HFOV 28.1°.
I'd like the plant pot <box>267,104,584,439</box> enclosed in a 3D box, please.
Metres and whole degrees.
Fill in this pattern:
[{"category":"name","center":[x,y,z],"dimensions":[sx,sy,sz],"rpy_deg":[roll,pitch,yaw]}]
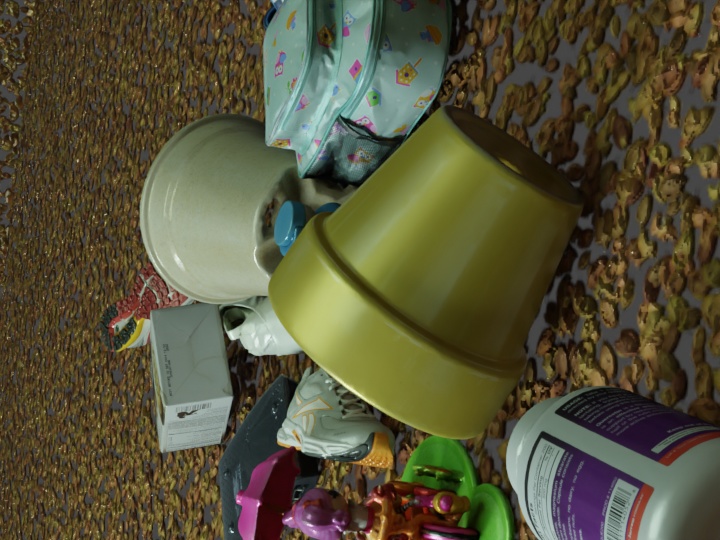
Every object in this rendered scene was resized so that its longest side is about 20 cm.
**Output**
[{"category":"plant pot","center":[0.062,-0.010,1.070],"dimensions":[0.190,0.200,0.201],"rpy_deg":[-56,32,17]}]

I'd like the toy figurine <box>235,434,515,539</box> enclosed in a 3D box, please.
[{"category":"toy figurine","center":[-0.004,0.200,1.141],"dimensions":[0.200,0.183,0.152],"rpy_deg":[178,99,-65]}]

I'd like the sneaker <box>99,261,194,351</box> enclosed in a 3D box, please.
[{"category":"sneaker","center":[-0.265,0.040,1.915],"dimensions":[0.200,0.082,0.078],"rpy_deg":[-34,69,38]}]

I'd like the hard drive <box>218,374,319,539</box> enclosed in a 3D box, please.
[{"category":"hard drive","center":[-0.099,0.213,1.523],"dimensions":[0.200,0.042,0.136],"rpy_deg":[125,144,-46]}]

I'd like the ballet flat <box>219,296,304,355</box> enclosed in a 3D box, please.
[{"category":"ballet flat","center":[-0.109,0.061,1.557],"dimensions":[0.200,0.069,0.070],"rpy_deg":[-158,77,-67]}]

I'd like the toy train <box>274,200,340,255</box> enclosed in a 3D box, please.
[{"category":"toy train","center":[0.000,0.000,1.277],"dimensions":[0.200,0.115,0.085],"rpy_deg":[-121,44,-55]}]

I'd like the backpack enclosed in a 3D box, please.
[{"category":"backpack","center":[-0.004,-0.194,1.314],"dimensions":[0.200,0.152,0.177],"rpy_deg":[-44,38,45]}]

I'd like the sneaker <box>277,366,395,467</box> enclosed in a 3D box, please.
[{"category":"sneaker","center":[-0.023,0.130,1.346],"dimensions":[0.200,0.075,0.093],"rpy_deg":[2,80,65]}]

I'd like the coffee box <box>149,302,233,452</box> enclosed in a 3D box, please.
[{"category":"coffee box","center":[-0.196,0.126,1.647],"dimensions":[0.200,0.079,0.114],"rpy_deg":[112,149,-67]}]

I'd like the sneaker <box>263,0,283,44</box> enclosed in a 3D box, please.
[{"category":"sneaker","center":[-0.058,-0.238,1.481],"dimensions":[0.201,0.081,0.074],"rpy_deg":[95,-179,-56]}]

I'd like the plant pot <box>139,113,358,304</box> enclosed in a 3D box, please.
[{"category":"plant pot","center":[-0.092,-0.052,1.447],"dimensions":[0.183,0.199,0.202],"rpy_deg":[14,95,54]}]

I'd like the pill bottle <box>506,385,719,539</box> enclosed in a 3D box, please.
[{"category":"pill bottle","center":[0.168,0.135,0.861],"dimensions":[0.200,0.111,0.114],"rpy_deg":[-159,78,-66]}]
